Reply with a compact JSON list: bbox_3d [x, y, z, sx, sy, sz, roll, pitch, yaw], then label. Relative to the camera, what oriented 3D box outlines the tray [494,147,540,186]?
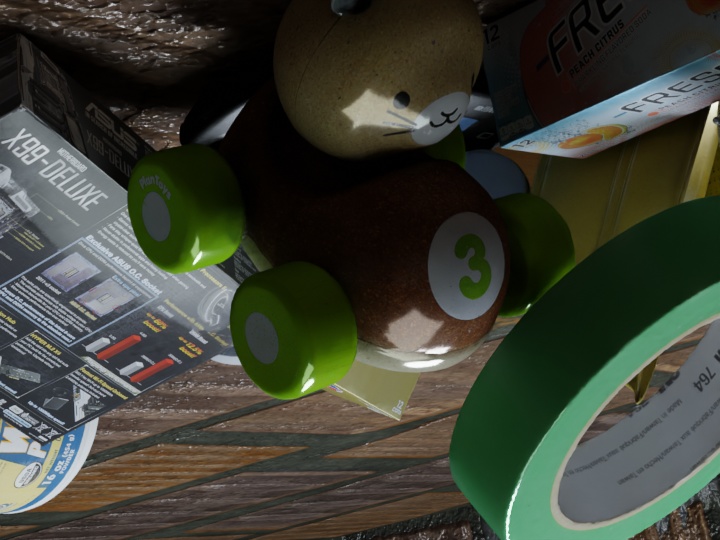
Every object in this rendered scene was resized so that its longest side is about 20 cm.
[{"bbox_3d":[0.045,-0.034,1.175,0.098,0.037,0.200,1,164,-41],"label":"tray"}]

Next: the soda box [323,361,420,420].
[{"bbox_3d":[-0.040,0.026,1.141,0.068,0.064,0.200,18,170,41],"label":"soda box"}]

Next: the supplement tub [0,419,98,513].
[{"bbox_3d":[-0.278,0.085,1.180,0.144,0.145,0.200,-17,168,27],"label":"supplement tub"}]

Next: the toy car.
[{"bbox_3d":[0.017,-0.071,0.782,0.164,0.158,0.200,-18,142,-38],"label":"toy car"}]

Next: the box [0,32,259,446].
[{"bbox_3d":[-0.158,-0.006,0.884,0.157,0.050,0.200,-28,137,21],"label":"box"}]

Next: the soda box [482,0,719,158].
[{"bbox_3d":[0.150,-0.114,0.851,0.068,0.064,0.200,4,160,-46],"label":"soda box"}]

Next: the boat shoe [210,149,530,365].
[{"bbox_3d":[0.000,0.000,0.995,0.200,0.070,0.066,-30,158,-11],"label":"boat shoe"}]

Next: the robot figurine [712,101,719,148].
[{"bbox_3d":[0.263,-0.082,0.916,0.199,0.113,0.170,-20,126,-10],"label":"robot figurine"}]

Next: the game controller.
[{"bbox_3d":[0.003,-0.076,0.948,0.104,0.042,0.200,-21,164,38],"label":"game controller"}]

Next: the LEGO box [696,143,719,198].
[{"bbox_3d":[0.297,-0.074,1.099,0.149,0.077,0.200,4,161,-45],"label":"LEGO box"}]

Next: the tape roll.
[{"bbox_3d":[0.136,0.056,0.885,0.200,0.048,0.201,-27,145,-21],"label":"tape roll"}]

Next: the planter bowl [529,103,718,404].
[{"bbox_3d":[0.137,-0.036,0.994,0.083,0.201,0.200,15,171,12],"label":"planter bowl"}]
